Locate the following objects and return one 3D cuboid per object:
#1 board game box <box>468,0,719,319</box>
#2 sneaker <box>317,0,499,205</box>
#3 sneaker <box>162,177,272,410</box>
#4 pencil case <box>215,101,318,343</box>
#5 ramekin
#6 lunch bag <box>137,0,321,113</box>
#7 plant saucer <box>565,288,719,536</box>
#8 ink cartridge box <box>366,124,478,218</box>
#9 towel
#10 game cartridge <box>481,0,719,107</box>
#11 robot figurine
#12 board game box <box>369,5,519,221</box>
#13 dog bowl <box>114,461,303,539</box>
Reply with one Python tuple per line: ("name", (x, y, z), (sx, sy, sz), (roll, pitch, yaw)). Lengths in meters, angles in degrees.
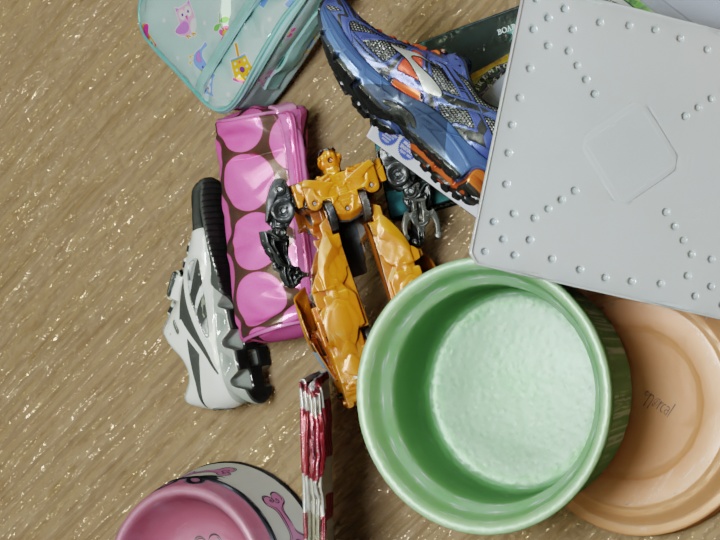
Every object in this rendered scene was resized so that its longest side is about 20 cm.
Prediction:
("board game box", (0.188, -0.083, 1.310), (0.198, 0.026, 0.202), (12, 87, -9))
("sneaker", (0.043, -0.135, 1.360), (0.078, 0.075, 0.200), (-42, 74, -10))
("sneaker", (-0.138, 0.022, 1.588), (0.088, 0.074, 0.202), (-12, 80, 28))
("pencil case", (-0.069, -0.042, 1.545), (0.094, 0.090, 0.202), (155, 107, -64))
("ramekin", (0.106, 0.091, 1.377), (0.199, 0.098, 0.202), (-1, 89, 25))
("lunch bag", (-0.094, -0.242, 1.564), (0.161, 0.077, 0.200), (50, 122, 26))
("plant saucer", (0.210, 0.100, 1.399), (0.199, 0.032, 0.202), (-2, 86, 30))
("ink cartridge box", (0.108, -0.064, 1.404), (0.200, 0.094, 0.044), (38, 109, 24))
("towel", (-0.030, 0.183, 1.473), (0.023, 0.144, 0.202), (-2, 89, 3))
("game cartridge", (0.198, -0.145, 1.374), (0.200, 0.041, 0.133), (-45, 68, -7))
("robot figurine", (0.000, 0.000, 1.473), (0.144, 0.058, 0.201), (-17, 90, -11))
("board game box", (0.099, -0.131, 1.480), (0.199, 0.028, 0.136), (-16, 80, 29))
("dog bowl", (-0.130, 0.265, 1.568), (0.199, 0.074, 0.202), (-2, 86, 31))
